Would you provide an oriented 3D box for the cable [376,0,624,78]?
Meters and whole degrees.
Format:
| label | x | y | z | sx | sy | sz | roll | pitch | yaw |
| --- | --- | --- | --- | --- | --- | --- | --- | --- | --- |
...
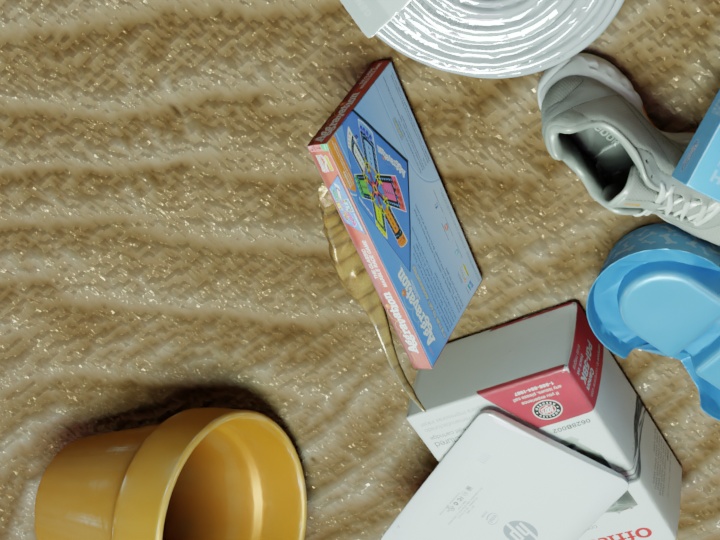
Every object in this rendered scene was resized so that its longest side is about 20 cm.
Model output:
| label | x | y | z | sx | sy | sz | roll | pitch | yaw |
| --- | --- | --- | --- | --- | --- | --- | --- | --- | --- |
| cable | 0.077 | -0.215 | 0.833 | 0.200 | 0.069 | 0.200 | 28 | 129 | -8 |

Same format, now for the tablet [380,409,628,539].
| label | x | y | z | sx | sy | sz | roll | pitch | yaw |
| --- | --- | --- | --- | --- | --- | --- | --- | --- | --- |
| tablet | 0.110 | 0.196 | 1.081 | 0.130 | 0.014 | 0.200 | 27 | 132 | -5 |

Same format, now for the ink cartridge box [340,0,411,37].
| label | x | y | z | sx | sy | sz | roll | pitch | yaw |
| --- | --- | --- | --- | --- | --- | --- | --- | --- | --- |
| ink cartridge box | 0.042 | -0.250 | 0.749 | 0.200 | 0.047 | 0.160 | -39 | 77 | 20 |

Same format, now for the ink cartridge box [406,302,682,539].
| label | x | y | z | sx | sy | sz | roll | pitch | yaw |
| --- | --- | --- | --- | --- | --- | --- | --- | --- | --- |
| ink cartridge box | 0.152 | 0.141 | 1.089 | 0.147 | 0.083 | 0.200 | -21 | 120 | 28 |

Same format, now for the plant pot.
| label | x | y | z | sx | sy | sz | roll | pitch | yaw |
| --- | --- | --- | --- | --- | --- | --- | --- | --- | --- |
| plant pot | -0.178 | 0.215 | 1.181 | 0.183 | 0.200 | 0.200 | 2 | 130 | 34 |

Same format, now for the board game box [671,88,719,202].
| label | x | y | z | sx | sy | sz | roll | pitch | yaw |
| --- | --- | --- | --- | --- | --- | --- | --- | --- | --- |
| board game box | 0.322 | -0.080 | 0.853 | 0.200 | 0.040 | 0.153 | 25 | 101 | -6 |

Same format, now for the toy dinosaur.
| label | x | y | z | sx | sy | sz | roll | pitch | yaw |
| --- | --- | --- | --- | --- | --- | --- | --- | --- | --- |
| toy dinosaur | 0.000 | 0.000 | 1.002 | 0.060 | 0.106 | 0.200 | -10 | 125 | 21 |

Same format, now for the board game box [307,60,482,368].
| label | x | y | z | sx | sy | sz | roll | pitch | yaw |
| --- | --- | --- | --- | --- | --- | --- | --- | --- | --- |
| board game box | 0.030 | -0.037 | 0.966 | 0.019 | 0.103 | 0.200 | -2 | 128 | 34 |

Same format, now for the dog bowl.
| label | x | y | z | sx | sy | sz | roll | pitch | yaw |
| --- | --- | --- | --- | --- | --- | --- | --- | --- | --- |
| dog bowl | 0.261 | 0.038 | 1.000 | 0.200 | 0.050 | 0.112 | 32 | 129 | -12 |

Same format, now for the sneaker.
| label | x | y | z | sx | sy | sz | roll | pitch | yaw |
| --- | --- | --- | --- | --- | --- | --- | --- | --- | --- |
| sneaker | 0.198 | -0.058 | 0.912 | 0.200 | 0.092 | 0.076 | 31 | 131 | -10 |
